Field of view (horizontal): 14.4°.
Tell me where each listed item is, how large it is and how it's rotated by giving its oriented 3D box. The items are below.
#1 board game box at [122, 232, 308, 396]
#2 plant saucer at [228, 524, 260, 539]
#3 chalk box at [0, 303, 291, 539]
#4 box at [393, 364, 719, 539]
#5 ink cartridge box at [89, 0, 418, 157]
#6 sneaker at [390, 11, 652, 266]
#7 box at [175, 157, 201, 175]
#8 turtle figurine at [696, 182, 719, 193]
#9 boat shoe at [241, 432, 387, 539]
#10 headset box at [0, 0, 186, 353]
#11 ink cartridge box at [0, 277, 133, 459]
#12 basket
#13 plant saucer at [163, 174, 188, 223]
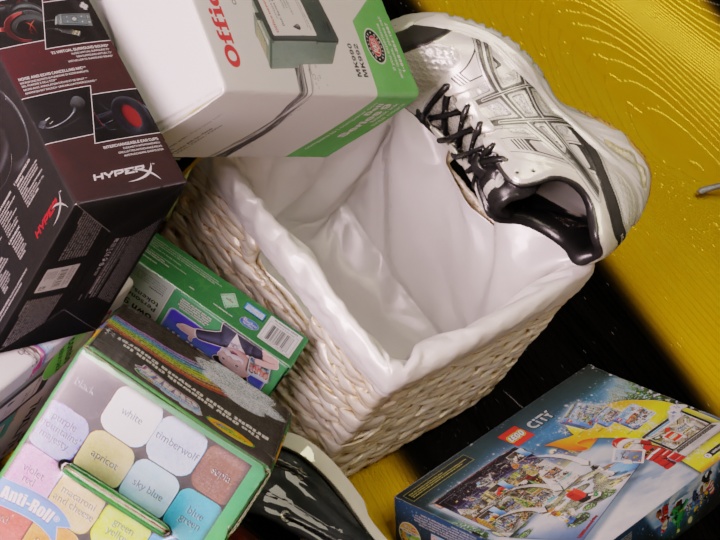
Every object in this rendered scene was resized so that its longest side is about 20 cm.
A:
[{"bbox_3d":[-0.142,0.028,1.717,0.200,0.135,0.029,35,49,0],"label":"board game box"},{"bbox_3d":[-0.133,0.206,1.654,0.199,0.037,0.201,14,51,-19],"label":"plant saucer"},{"bbox_3d":[-0.126,0.114,1.556,0.125,0.124,0.200,34,9,-1],"label":"chalk box"},{"bbox_3d":[0.137,0.137,1.799,0.136,0.038,0.200,22,38,37],"label":"box"},{"bbox_3d":[-0.073,-0.145,1.632,0.200,0.084,0.146,-5,70,-57],"label":"ink cartridge box"},{"bbox_3d":[0.086,-0.080,1.742,0.200,0.076,0.088,32,47,-3],"label":"sneaker"},{"bbox_3d":[-0.133,-0.127,1.771,0.049,0.160,0.201,25,44,-23],"label":"box"},{"bbox_3d":[0.358,-0.025,2.058,0.193,0.200,0.144,21,23,-38],"label":"turtle figurine"},{"bbox_3d":[-0.004,0.190,1.693,0.200,0.074,0.066,54,54,-16],"label":"boat shoe"},{"bbox_3d":[-0.191,-0.080,1.565,0.075,0.149,0.200,-13,63,-36],"label":"headset box"},{"bbox_3d":[-0.261,0.046,1.633,0.146,0.147,0.200,42,49,8],"label":"ink cartridge box"},{"bbox_3d":[0.000,0.000,1.794,0.200,0.161,0.198,-28,72,-38],"label":"basket"},{"bbox_3d":[-0.152,-0.107,1.883,0.199,0.031,0.201,13,51,-17],"label":"plant saucer"}]
